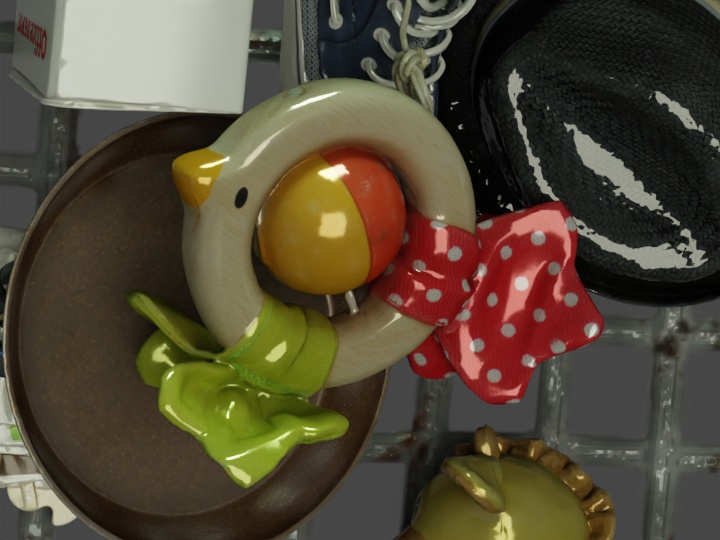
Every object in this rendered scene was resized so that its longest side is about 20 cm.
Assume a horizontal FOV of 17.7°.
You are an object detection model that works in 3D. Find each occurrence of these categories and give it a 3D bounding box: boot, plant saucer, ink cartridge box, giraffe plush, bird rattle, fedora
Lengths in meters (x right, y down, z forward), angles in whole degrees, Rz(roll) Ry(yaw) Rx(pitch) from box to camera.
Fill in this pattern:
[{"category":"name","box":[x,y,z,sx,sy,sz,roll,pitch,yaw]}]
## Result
[{"category":"boot","box":[0.013,-0.110,1.023,0.073,0.090,0.201,-15,100,-36]},{"category":"plant saucer","box":[-0.075,0.029,1.037,0.200,0.034,0.201,-1,92,-34]},{"category":"ink cartridge box","box":[-0.092,-0.172,0.971,0.083,0.147,0.201,4,99,-16]},{"category":"giraffe plush","box":[0.074,0.157,1.055,0.200,0.173,0.162,-34,86,-24]},{"category":"bird rattle","box":[0.000,0.000,0.959,0.200,0.113,0.163,-20,118,-11]},{"category":"fedora","box":[0.119,-0.062,1.037,0.200,0.092,0.201,4,112,9]}]

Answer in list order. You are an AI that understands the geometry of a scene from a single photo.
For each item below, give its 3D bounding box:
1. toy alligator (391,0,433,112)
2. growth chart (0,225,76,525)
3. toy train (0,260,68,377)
[{"category":"toy alligator","box":[0.020,-0.161,0.950,0.054,0.059,0.200,-25,116,-18]},{"category":"growth chart","box":[-0.143,0.044,1.063,0.199,0.018,0.145,12,97,-15]},{"category":"toy train","box":[-0.206,0.047,0.986,0.200,0.034,0.046,-26,87,-32]}]
